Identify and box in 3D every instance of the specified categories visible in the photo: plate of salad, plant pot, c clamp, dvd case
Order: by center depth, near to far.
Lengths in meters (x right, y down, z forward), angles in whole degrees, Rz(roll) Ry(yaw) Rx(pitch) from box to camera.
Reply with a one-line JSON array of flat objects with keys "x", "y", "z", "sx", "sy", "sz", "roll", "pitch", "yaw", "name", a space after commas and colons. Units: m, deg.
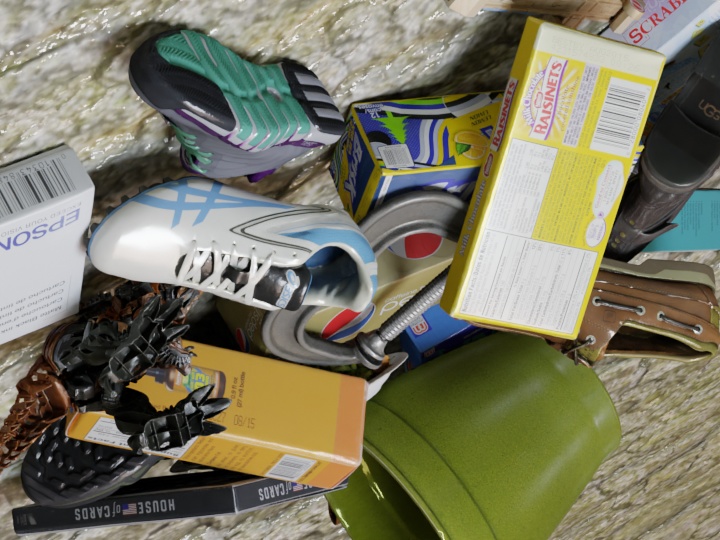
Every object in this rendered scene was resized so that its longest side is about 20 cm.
[{"x": 0.035, "y": 0.010, "z": 1.653, "sx": 0.200, "sy": 0.027, "sz": 0.171, "roll": -38, "pitch": 145, "yaw": 20, "name": "c clamp"}, {"x": -0.130, "y": 0.165, "z": 1.778, "sx": 0.199, "sy": 0.025, "sz": 0.150, "roll": -9, "pitch": 179, "yaw": 31, "name": "dvd case"}, {"x": -0.058, "y": 0.098, "z": 1.836, "sx": 0.199, "sy": 0.048, "sz": 0.200, "roll": -26, "pitch": -176, "yaw": 2, "name": "plate of salad"}, {"x": 0.092, "y": 0.142, "z": 1.890, "sx": 0.193, "sy": 0.200, "sz": 0.201, "roll": -36, "pitch": 159, "yaw": -20, "name": "plant pot"}]

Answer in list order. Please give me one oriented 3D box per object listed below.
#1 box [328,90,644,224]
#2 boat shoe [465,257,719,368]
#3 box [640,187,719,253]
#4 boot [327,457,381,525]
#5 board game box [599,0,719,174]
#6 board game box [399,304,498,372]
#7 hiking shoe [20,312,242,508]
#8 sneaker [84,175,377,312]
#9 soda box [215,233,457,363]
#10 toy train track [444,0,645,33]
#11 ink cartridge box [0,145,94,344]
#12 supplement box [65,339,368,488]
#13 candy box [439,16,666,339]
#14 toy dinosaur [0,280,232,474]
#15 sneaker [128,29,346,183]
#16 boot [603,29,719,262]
[{"x": 0.084, "y": -0.075, "z": 1.646, "sx": 0.199, "sy": 0.065, "sz": 0.070, "roll": -6, "pitch": 143, "yaw": -24, "name": "box"}, {"x": 0.164, "y": 0.031, "z": 1.748, "sx": 0.198, "sy": 0.068, "sz": 0.072, "roll": -1, "pitch": 157, "yaw": -9, "name": "boat shoe"}, {"x": 0.203, "y": -0.039, "z": 1.888, "sx": 0.082, "sy": 0.050, "sz": 0.199, "roll": 2, "pitch": -177, "yaw": 40, "name": "box"}, {"x": 0.069, "y": 0.172, "z": 2.047, "sx": 0.199, "sy": 0.069, "sz": 0.189, "roll": -26, "pitch": 158, "yaw": -10, "name": "boot"}, {"x": 0.248, "y": -0.156, "z": 1.774, "sx": 0.199, "sy": 0.041, "sz": 0.200, "roll": -39, "pitch": 155, "yaw": 15, "name": "board game box"}, {"x": 0.108, "y": 0.054, "z": 2.002, "sx": 0.151, "sy": 0.045, "sz": 0.200, "roll": -29, "pitch": 157, "yaw": -8, "name": "board game box"}, {"x": -0.149, "y": 0.116, "z": 1.755, "sx": 0.199, "sy": 0.076, "sz": 0.101, "roll": -32, "pitch": 156, "yaw": -11, "name": "hiking shoe"}, {"x": -0.075, "y": -0.010, "z": 1.514, "sx": 0.199, "sy": 0.073, "sz": 0.072, "roll": 4, "pitch": 126, "yaw": -33, "name": "sneaker"}, {"x": 0.000, "y": 0.000, "z": 1.732, "sx": 0.199, "sy": 0.068, "sz": 0.064, "roll": -21, "pitch": 154, "yaw": -26, "name": "soda box"}, {"x": 0.129, "y": -0.170, "z": 1.608, "sx": 0.199, "sy": 0.033, "sz": 0.115, "roll": -1, "pitch": 141, "yaw": -49, "name": "toy train track"}, {"x": -0.262, "y": 0.025, "z": 1.486, "sx": 0.199, "sy": 0.041, "sz": 0.200, "roll": -23, "pitch": 155, "yaw": -23, "name": "ink cartridge box"}, {"x": -0.098, "y": 0.094, "z": 1.672, "sx": 0.199, "sy": 0.067, "sz": 0.069, "roll": 14, "pitch": 155, "yaw": -17, "name": "supplement box"}, {"x": 0.126, "y": -0.058, "z": 1.607, "sx": 0.102, "sy": 0.026, "sz": 0.201, "roll": 12, "pitch": 102, "yaw": -26, "name": "candy box"}, {"x": -0.159, "y": 0.064, "z": 1.571, "sx": 0.102, "sy": 0.135, "sz": 0.201, "roll": 43, "pitch": 71, "yaw": -39, "name": "toy dinosaur"}, {"x": -0.089, "y": -0.084, "z": 1.458, "sx": 0.087, "sy": 0.075, "sz": 0.200, "roll": -37, "pitch": 158, "yaw": 22, "name": "sneaker"}, {"x": 0.240, "y": -0.093, "z": 1.748, "sx": 0.200, "sy": 0.069, "sz": 0.174, "roll": -43, "pitch": 170, "yaw": -19, "name": "boot"}]
